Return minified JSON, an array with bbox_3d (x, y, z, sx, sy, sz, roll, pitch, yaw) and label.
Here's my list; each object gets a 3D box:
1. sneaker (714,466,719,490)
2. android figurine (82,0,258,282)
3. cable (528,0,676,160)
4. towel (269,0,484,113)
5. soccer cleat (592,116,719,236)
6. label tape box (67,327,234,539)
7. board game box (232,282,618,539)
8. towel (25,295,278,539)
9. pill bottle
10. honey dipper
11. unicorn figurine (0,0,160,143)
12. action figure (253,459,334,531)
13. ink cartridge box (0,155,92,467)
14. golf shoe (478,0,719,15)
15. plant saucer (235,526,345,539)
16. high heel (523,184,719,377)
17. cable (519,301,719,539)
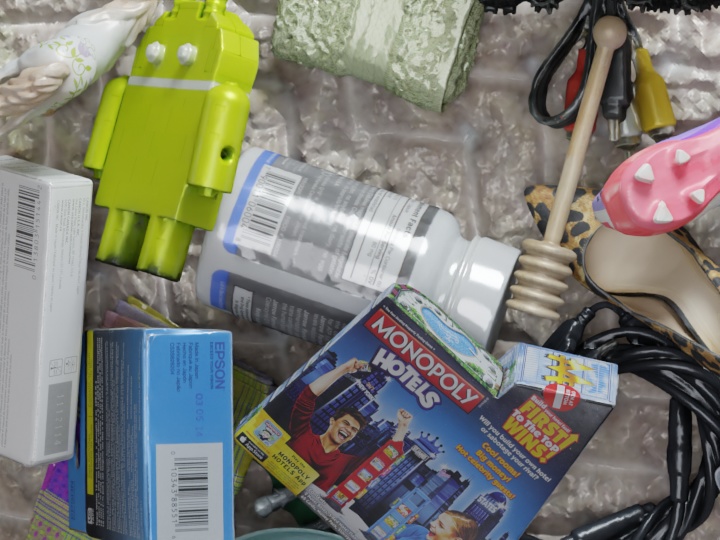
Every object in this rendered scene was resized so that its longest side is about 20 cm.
[{"bbox_3d":[0.290,0.096,1.438,0.108,0.070,0.201,-7,100,-11],"label":"sneaker"},{"bbox_3d":[-0.125,-0.096,1.462,0.041,0.182,0.201,15,89,-33],"label":"android figurine"},{"bbox_3d":[0.164,-0.167,1.466,0.097,0.050,0.201,1,85,22],"label":"cable"},{"bbox_3d":[0.025,-0.220,1.475,0.148,0.036,0.201,19,100,8],"label":"towel"},{"bbox_3d":[0.243,-0.074,1.428,0.199,0.076,0.067,-23,94,-20],"label":"soccer cleat"},{"bbox_3d":[-0.143,0.111,1.475,0.063,0.200,0.145,0,89,-21],"label":"label tape box"},{"bbox_3d":[0.058,0.100,1.409,0.200,0.062,0.200,43,113,-12],"label":"board game box"},{"bbox_3d":[-0.148,0.135,1.548,0.143,0.023,0.201,25,101,17],"label":"towel"},{"bbox_3d":[0.000,0.000,1.469,0.199,0.114,0.114,19,100,7],"label":"pill bottle"},{"bbox_3d":[0.140,-0.067,1.427,0.038,0.038,0.201,17,91,7],"label":"honey dipper"},{"bbox_3d":[-0.195,-0.152,1.484,0.137,0.201,0.074,-33,116,28],"label":"unicorn figurine"},{"bbox_3d":[0.021,0.132,1.494,0.199,0.055,0.118,-32,103,26],"label":"action figure"},{"bbox_3d":[-0.268,0.018,1.544,0.176,0.045,0.201,16,105,38],"label":"ink cartridge box"},{"bbox_3d":[0.165,-0.217,1.401,0.199,0.078,0.095,3,66,8],"label":"golf shoe"},{"bbox_3d":[-0.026,0.254,1.523,0.199,0.036,0.201,7,119,13],"label":"plant saucer"},{"bbox_3d":[0.189,0.002,1.419,0.199,0.143,0.072,34,98,3],"label":"high heel"},{"bbox_3d":[0.161,0.132,1.497,0.163,0.051,0.200,38,99,-2],"label":"cable"}]
